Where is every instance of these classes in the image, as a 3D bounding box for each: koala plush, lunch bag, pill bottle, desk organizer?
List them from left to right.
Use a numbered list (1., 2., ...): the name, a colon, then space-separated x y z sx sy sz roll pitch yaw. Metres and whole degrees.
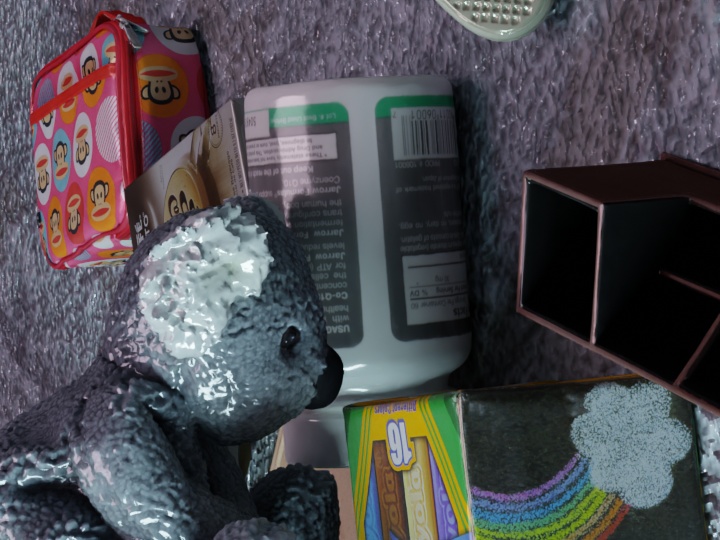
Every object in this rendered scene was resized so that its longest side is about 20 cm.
1. lunch bag: -0.168 -0.097 1.606 0.200 0.082 0.176 -21 72 63
2. koala plush: -0.083 0.057 1.097 0.177 0.184 0.200 -38 -34 -80
3. pill bottle: 0.000 0.000 1.217 0.113 0.113 0.200 179 87 -65
4. desk organizer: 0.146 0.007 0.949 0.200 0.077 0.072 -151 60 -61

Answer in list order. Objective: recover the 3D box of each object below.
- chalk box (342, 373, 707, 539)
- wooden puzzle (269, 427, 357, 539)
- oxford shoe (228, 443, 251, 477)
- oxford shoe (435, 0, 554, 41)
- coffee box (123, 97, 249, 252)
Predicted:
1. chalk box: 0.080 0.152 1.061 0.124 0.125 0.200 169 97 -65
2. wooden puzzle: -0.025 0.164 1.373 0.185 0.037 0.200 -108 30 -50
3. oxford shoe: -0.102 0.152 1.492 0.084 0.073 0.200 70 -151 -67
4. oxford shoe: 0.045 -0.192 1.161 0.200 0.075 0.058 59 -173 29
5. coffee box: -0.070 -0.025 1.400 0.200 0.080 0.113 -30 68 62
